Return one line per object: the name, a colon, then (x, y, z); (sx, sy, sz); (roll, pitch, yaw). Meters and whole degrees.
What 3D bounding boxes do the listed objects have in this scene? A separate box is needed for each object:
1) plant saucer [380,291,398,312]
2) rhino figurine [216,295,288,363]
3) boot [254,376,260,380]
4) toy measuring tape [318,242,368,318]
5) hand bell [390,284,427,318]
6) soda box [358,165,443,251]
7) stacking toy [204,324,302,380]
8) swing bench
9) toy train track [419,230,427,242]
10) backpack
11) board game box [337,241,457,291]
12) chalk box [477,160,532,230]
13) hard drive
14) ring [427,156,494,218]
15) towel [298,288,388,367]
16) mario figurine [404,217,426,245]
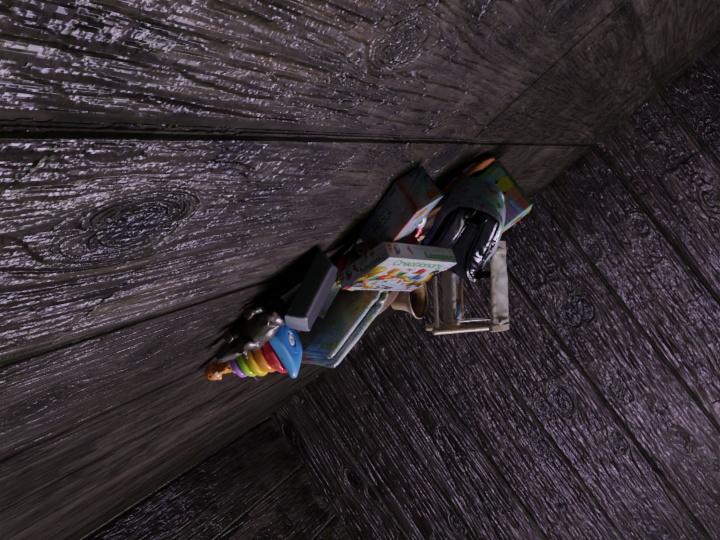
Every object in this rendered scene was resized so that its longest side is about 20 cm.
plant saucer: (0.019, 0.059, 1.635); (0.198, 0.035, 0.201); (-30, -156, 15)
rhino figurine: (-0.195, 0.113, 1.250); (0.200, 0.060, 0.087); (-44, 168, 35)
boot: (-0.180, 0.155, 1.574); (0.199, 0.064, 0.186); (-42, 173, -3)
toy measuring tape: (-0.038, 0.030, 1.357); (0.073, 0.073, 0.201); (-24, 151, -58)
hand bell: (0.052, 0.068, 1.696); (0.197, 0.106, 0.104); (-6, -171, 30)
soda box: (0.065, -0.094, 1.216); (0.068, 0.064, 0.200); (-32, 171, -28)
stacking toy: (-0.218, 0.169, 1.374); (0.197, 0.117, 0.110); (-23, -156, 14)
swing bench: (0.248, 0.037, 1.611); (0.196, 0.203, 0.130); (-3, 180, -2)
toy train track: (0.080, -0.053, 1.605); (0.113, 0.033, 0.199); (-8, 163, -38)
backpack: (0.214, -0.087, 1.436); (0.201, 0.164, 0.128); (111, -7, -51)
board game box: (0.070, -0.004, 1.291); (0.198, 0.035, 0.126); (3, 152, -46)
chalk box: (0.295, -0.151, 1.553); (0.123, 0.126, 0.200); (-38, 174, 8)
hard drive: (-0.084, 0.043, 1.234); (0.137, 0.042, 0.200); (-63, 177, -10)
ring: (0.205, -0.179, 1.512); (0.199, 0.019, 0.201); (-36, 171, -6)
towel: (-0.046, 0.111, 1.446); (0.170, 0.048, 0.201); (-2, -136, 54)
mario figurine: (0.073, -0.074, 1.415); (0.200, 0.104, 0.126); (-53, 158, -81)
